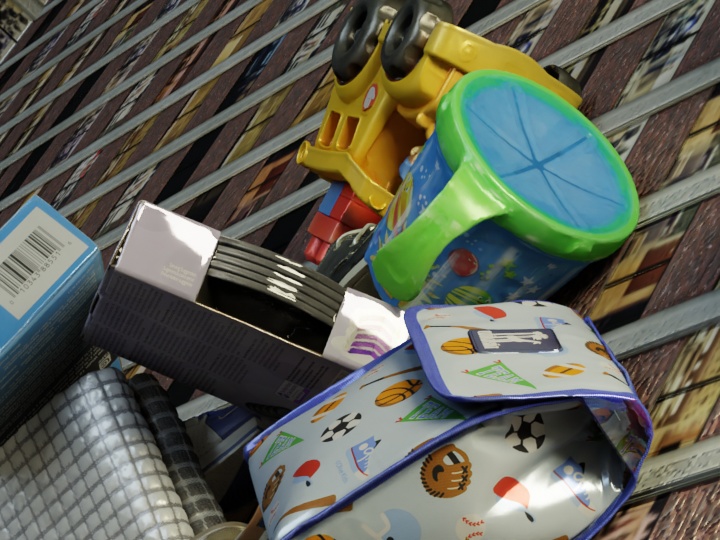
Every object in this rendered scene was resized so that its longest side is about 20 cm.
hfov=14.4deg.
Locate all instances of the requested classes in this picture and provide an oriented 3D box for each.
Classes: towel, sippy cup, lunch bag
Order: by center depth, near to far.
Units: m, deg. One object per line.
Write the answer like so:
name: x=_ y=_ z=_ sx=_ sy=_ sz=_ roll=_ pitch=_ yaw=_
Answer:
lunch bag: x=0.048 y=0.098 z=1.467 sx=0.199 sy=0.124 sz=0.170 roll=-32 pitch=18 yaw=3
sippy cup: x=0.074 y=-0.026 z=1.681 sx=0.130 sy=0.177 sz=0.140 roll=-50 pitch=40 yaw=32
towel: x=-0.171 y=0.182 z=1.771 sx=0.200 sy=0.085 sz=0.166 roll=-43 pitch=57 yaw=26

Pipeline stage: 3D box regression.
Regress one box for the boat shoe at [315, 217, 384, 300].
boat shoe: x=0.000 y=0.000 z=1.820 sx=0.200 sy=0.071 sz=0.068 roll=-47 pitch=51 yaw=43

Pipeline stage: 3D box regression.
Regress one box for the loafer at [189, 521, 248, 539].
loafer: x=-0.108 y=0.237 z=1.629 sx=0.201 sy=0.076 sz=0.067 roll=-58 pitch=17 yaw=1

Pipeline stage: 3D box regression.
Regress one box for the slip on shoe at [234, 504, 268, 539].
slip on shoe: x=-0.025 y=0.157 z=1.614 sx=0.200 sy=0.076 sz=0.061 roll=-52 pitch=-30 yaw=-45

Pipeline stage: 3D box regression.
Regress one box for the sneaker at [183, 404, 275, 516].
sneaker: x=-0.135 y=0.122 z=1.850 sx=0.199 sy=0.080 sz=0.116 roll=-41 pitch=62 yaw=22

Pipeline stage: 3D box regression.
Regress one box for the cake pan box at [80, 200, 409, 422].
cake pan box: x=-0.068 y=0.035 z=1.693 sx=0.200 sy=0.183 sz=0.053 roll=124 pitch=166 yaw=-73

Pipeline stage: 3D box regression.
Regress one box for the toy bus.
toy bus: x=0.036 y=-0.078 z=1.912 sx=0.193 sy=0.135 sz=0.200 roll=-62 pitch=20 yaw=-4

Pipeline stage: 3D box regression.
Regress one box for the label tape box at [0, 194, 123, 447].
label tape box: x=-0.226 y=0.062 z=1.823 sx=0.144 sy=0.063 sz=0.200 roll=-47 pitch=-18 yaw=-20
